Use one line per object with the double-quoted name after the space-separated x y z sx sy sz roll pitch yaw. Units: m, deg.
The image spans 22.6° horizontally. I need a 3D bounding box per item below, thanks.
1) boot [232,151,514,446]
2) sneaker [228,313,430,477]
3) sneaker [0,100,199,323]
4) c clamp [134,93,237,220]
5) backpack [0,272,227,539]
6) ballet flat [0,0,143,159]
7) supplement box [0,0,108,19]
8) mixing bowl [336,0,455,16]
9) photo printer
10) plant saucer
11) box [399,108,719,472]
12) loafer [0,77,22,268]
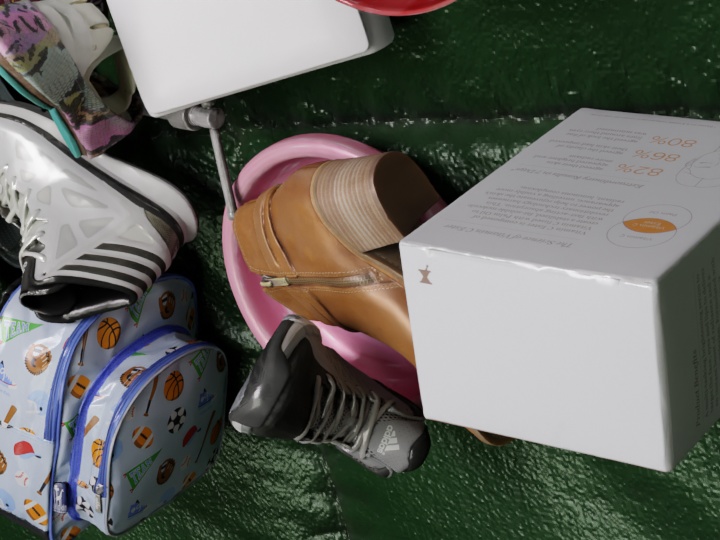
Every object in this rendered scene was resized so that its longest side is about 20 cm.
0.009 0.025 1.110 0.155 0.077 0.200 -15 115 50 "boot"
-0.008 0.084 1.104 0.115 0.200 0.075 30 94 4 "sneaker"
-0.221 -0.038 1.220 0.200 0.116 0.076 24 144 14 "sneaker"
-0.156 -0.135 1.220 0.199 0.027 0.172 22 124 46 "c clamp"
-0.188 0.084 1.300 0.153 0.200 0.192 13 119 25 "backpack"
-0.179 -0.127 1.116 0.069 0.071 0.200 55 179 17 "ballet flat"
-0.235 -0.238 1.174 0.201 0.061 0.109 60 167 10 "supplement box"
0.031 -0.251 0.971 0.199 0.108 0.201 20 127 29 "mixing bowl"
-0.085 -0.209 1.084 0.165 0.069 0.201 -13 105 17 "photo printer"
0.000 0.000 1.187 0.200 0.051 0.202 20 126 30 "plant saucer"
0.140 0.002 0.967 0.152 0.200 0.107 10 121 35 "box"
-0.271 -0.095 1.336 0.063 0.072 0.201 131 115 -85 "loafer"
